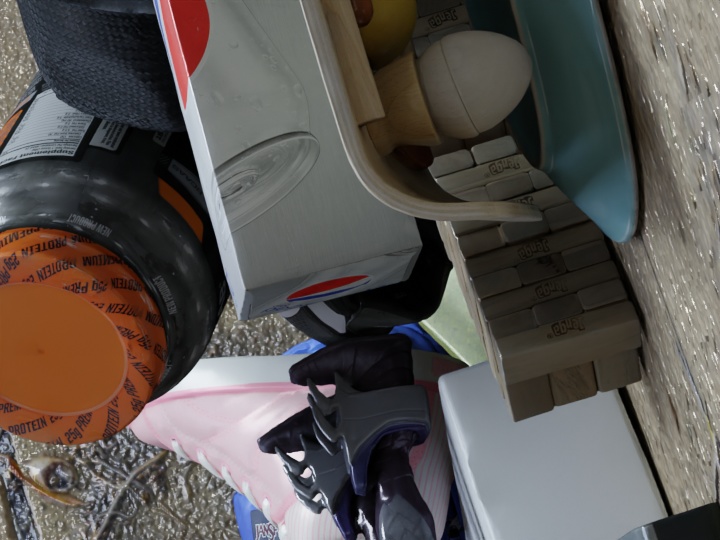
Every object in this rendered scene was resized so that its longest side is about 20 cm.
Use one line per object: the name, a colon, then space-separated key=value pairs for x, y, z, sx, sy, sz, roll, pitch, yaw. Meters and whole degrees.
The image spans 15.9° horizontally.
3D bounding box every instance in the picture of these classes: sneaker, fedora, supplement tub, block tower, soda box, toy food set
sneaker: x=-0.037 y=0.095 z=1.194 sx=0.075 sy=0.200 sz=0.105 roll=17 pitch=-108 yaw=-49
fedora: x=-0.085 y=-0.118 z=1.063 sx=0.201 sy=0.200 sz=0.092 roll=-110 pitch=18 yaw=-59
sneaker: x=0.000 y=0.000 z=1.104 sx=0.091 sy=0.066 sz=0.200 roll=49 pitch=167 yaw=25
supplement tub: x=-0.108 y=-0.022 z=1.114 sx=0.200 sy=0.122 sz=0.123 roll=-70 pitch=-31 yaw=-53
block tower: x=0.054 y=-0.034 z=0.993 sx=0.058 sy=0.054 sz=0.201 roll=74 pitch=179 yaw=-51
soda box: x=-0.037 y=-0.088 z=0.926 sx=0.063 sy=0.068 sz=0.201 roll=113 pitch=142 yaw=-78
toy food set: x=0.015 y=-0.110 z=0.833 sx=0.143 sy=0.060 sz=0.201 roll=-8 pitch=-98 yaw=-81

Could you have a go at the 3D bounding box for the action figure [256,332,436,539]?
action figure: x=0.022 y=0.130 z=1.058 sx=0.130 sy=0.069 sz=0.201 roll=93 pitch=157 yaw=-56

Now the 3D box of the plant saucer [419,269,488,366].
plant saucer: x=0.015 y=-0.052 z=1.183 sx=0.200 sy=0.048 sz=0.200 roll=44 pitch=165 yaw=40

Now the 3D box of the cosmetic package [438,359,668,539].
cosmetic package: x=0.087 y=0.117 z=1.106 sx=0.200 sy=0.071 sz=0.102 roll=76 pitch=175 yaw=-64

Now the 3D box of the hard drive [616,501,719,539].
hard drive: x=0.135 y=0.184 z=0.894 sx=0.140 sy=0.033 sz=0.201 roll=85 pitch=167 yaw=-81

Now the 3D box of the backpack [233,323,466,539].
backpack: x=0.027 y=0.118 z=1.299 sx=0.162 sy=0.167 sz=0.201 roll=-13 pitch=88 yaw=48

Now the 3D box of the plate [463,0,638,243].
plate: x=0.051 y=-0.102 z=0.874 sx=0.200 sy=0.025 sz=0.201 roll=162 pitch=90 yaw=-89
